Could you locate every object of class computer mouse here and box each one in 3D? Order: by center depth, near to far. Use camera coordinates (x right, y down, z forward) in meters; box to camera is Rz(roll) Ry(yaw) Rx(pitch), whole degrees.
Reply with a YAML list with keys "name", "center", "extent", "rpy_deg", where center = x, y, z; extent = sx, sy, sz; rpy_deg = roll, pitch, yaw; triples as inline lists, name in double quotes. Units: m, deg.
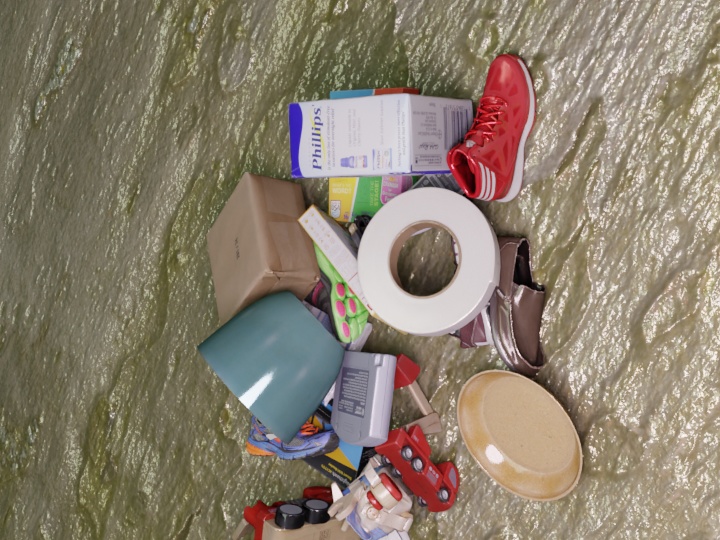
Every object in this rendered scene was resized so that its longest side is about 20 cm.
- name: "computer mouse"
  center: [0.081, -0.080, 1.562]
  extent: [0.199, 0.044, 0.110]
  rpy_deg: [-35, 54, 3]

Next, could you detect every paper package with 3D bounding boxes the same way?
- name: "paper package"
  center: [-0.161, -0.022, 1.730]
  extent: [0.191, 0.102, 0.203]
  rpy_deg: [-50, 44, 42]

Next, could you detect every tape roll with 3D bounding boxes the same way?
- name: "tape roll"
  center: [0.093, -0.012, 1.475]
  extent: [0.199, 0.037, 0.207]
  rpy_deg: [-4, 78, 21]

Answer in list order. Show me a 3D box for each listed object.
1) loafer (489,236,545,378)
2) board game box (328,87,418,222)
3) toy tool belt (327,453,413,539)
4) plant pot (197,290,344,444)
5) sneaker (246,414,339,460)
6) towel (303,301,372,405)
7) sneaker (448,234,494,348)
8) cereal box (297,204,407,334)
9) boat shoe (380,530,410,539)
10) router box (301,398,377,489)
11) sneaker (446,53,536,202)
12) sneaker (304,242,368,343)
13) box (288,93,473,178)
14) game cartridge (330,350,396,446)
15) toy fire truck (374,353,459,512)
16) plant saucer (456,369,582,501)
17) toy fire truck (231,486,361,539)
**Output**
- name: "loafer"
  center: [0.216, 0.046, 1.469]
  extent: [0.070, 0.072, 0.204]
  rpy_deg: [-19, 81, 40]
- name: "board game box"
  center: [0.018, -0.174, 1.651]
  extent: [0.151, 0.040, 0.204]
  rpy_deg: [5, 96, 41]
- name: "toy tool belt"
  center: [0.011, 0.349, 1.579]
  extent: [0.123, 0.200, 0.125]
  rpy_deg: [-41, 81, 0]
- name: "plant pot"
  center: [-0.120, 0.129, 1.615]
  extent: [0.161, 0.201, 0.200]
  rpy_deg: [-44, 59, -5]
- name: "sneaker"
  center: [-0.114, 0.256, 1.714]
  extent: [0.198, 0.075, 0.080]
  rpy_deg: [-4, 91, 41]
- name: "towel"
  center: [-0.084, 0.113, 1.735]
  extent: [0.198, 0.024, 0.148]
  rpy_deg: [25, 80, 38]
- name: "sneaker"
  center: [0.137, 0.019, 1.540]
  extent: [0.115, 0.075, 0.203]
  rpy_deg: [-22, 79, 44]
- name: "cereal box"
  center: [0.000, 0.000, 1.614]
  extent: [0.039, 0.144, 0.201]
  rpy_deg: [-42, 64, 7]
- name: "boat shoe"
  center: [0.043, 0.461, 1.661]
  extent: [0.072, 0.065, 0.203]
  rpy_deg: [-30, 74, 39]
- name: "router box"
  center: [-0.054, 0.243, 1.739]
  extent: [0.198, 0.051, 0.152]
  rpy_deg: [26, 112, 37]
- name: "sneaker"
  center: [0.176, -0.193, 1.458]
  extent: [0.077, 0.115, 0.204]
  rpy_deg: [4, 97, 40]
- name: "sneaker"
  center: [-0.047, 0.034, 1.709]
  extent: [0.084, 0.076, 0.202]
  rpy_deg: [-50, 49, 38]
- name: "box"
  center: [0.030, -0.184, 1.497]
  extent: [0.197, 0.183, 0.107]
  rpy_deg: [2, 96, 33]
- name: "game cartridge"
  center: [0.003, 0.186, 1.570]
  extent: [0.200, 0.040, 0.136]
  rpy_deg: [173, 108, -73]
- name: "toy fire truck"
  center: [0.083, 0.239, 1.584]
  extent: [0.048, 0.142, 0.201]
  rpy_deg: [-22, 117, 39]
- name: "plant saucer"
  center: [0.222, 0.218, 1.471]
  extent: [0.198, 0.035, 0.203]
  rpy_deg: [23, 128, 33]
- name: "toy fire truck"
  center: [-0.115, 0.405, 1.735]
  extent: [0.199, 0.174, 0.131]
  rpy_deg: [20, 107, 50]
